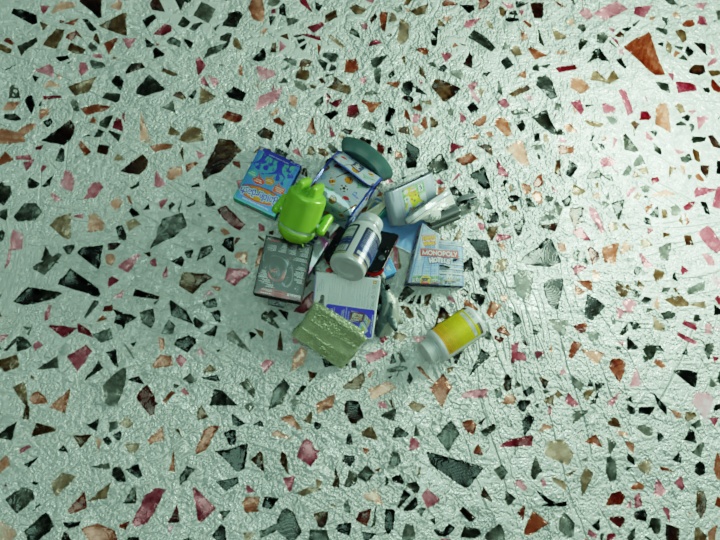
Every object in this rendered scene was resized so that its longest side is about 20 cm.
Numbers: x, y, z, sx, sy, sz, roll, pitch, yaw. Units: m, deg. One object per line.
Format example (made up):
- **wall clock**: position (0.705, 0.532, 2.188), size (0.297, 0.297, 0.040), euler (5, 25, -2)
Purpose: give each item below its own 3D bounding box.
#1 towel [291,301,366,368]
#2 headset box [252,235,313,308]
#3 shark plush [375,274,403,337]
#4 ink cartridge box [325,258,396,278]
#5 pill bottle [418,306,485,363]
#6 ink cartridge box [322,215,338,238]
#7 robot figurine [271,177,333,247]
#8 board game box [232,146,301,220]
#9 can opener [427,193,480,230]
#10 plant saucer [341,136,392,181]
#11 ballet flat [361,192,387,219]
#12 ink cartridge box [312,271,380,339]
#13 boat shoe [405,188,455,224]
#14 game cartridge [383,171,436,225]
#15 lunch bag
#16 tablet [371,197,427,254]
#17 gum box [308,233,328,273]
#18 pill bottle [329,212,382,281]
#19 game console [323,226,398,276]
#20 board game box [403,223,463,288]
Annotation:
- **towel**: position (-0.095, 0.198, 1.616), size (0.200, 0.036, 0.149), euler (35, 103, -5)
- **headset box**: position (-0.233, 0.011, 1.589), size (0.148, 0.075, 0.201), euler (11, 78, -4)
- **shark plush**: position (0.072, 0.112, 1.644), size (0.083, 0.091, 0.201), euler (-6, 111, 19)
- **ink cartridge box**: position (0.000, 0.000, 1.688), size (0.199, 0.067, 0.116), euler (-24, 80, -10)
- **pill bottle**: position (0.283, 0.206, 1.650), size (0.200, 0.109, 0.109), euler (-31, 82, -12)
- **ink cartridge box**: position (-0.092, -0.230, 1.721), size (0.146, 0.083, 0.200), euler (40, 77, 4)
- **robot figurine**: position (-0.170, -0.166, 1.527), size (0.175, 0.116, 0.200), euler (25, 114, 7)
- **board game box**: position (-0.303, -0.285, 1.732), size (0.152, 0.045, 0.200), euler (24, 77, 0)
- **can opener**: position (0.310, -0.201, 1.781), size (0.199, 0.053, 0.067), euler (-23, 49, -9)
- **plant saucer**: position (0.012, -0.346, 1.697), size (0.200, 0.200, 0.036), euler (34, 77, 2)
- **ballet flat**: position (0.079, -0.220, 1.734), size (0.200, 0.069, 0.069), euler (-41, 84, -17)
- **ink cartridge box**: position (-0.047, 0.103, 1.628), size (0.199, 0.043, 0.199), euler (7, 105, 0)
- **boat shoe**: position (0.231, -0.190, 1.705), size (0.200, 0.071, 0.070), euler (-35, 97, -30)
- **game cartridge**: position (0.170, -0.227, 1.723), size (0.200, 0.040, 0.134), euler (-28, 120, -27)
- **lunch bag**: position (-0.048, -0.260, 1.630), size (0.170, 0.124, 0.200), euler (36, 65, 1)
- **tablet**: position (0.111, -0.150, 1.760), size (0.200, 0.014, 0.130), euler (26, 76, -1)
- **gum box**: position (-0.194, -0.040, 1.677), size (0.113, 0.066, 0.200), euler (31, 77, 1)
- **pill bottle**: position (-0.004, -0.076, 1.572), size (0.111, 0.111, 0.200), euler (26, 56, 0)
- **game console**: position (0.001, -0.070, 1.654), size (0.199, 0.031, 0.177), euler (15, 57, 17)
- **board game box**: position (0.243, -0.048, 1.719), size (0.199, 0.062, 0.201), euler (2, 80, -9)
